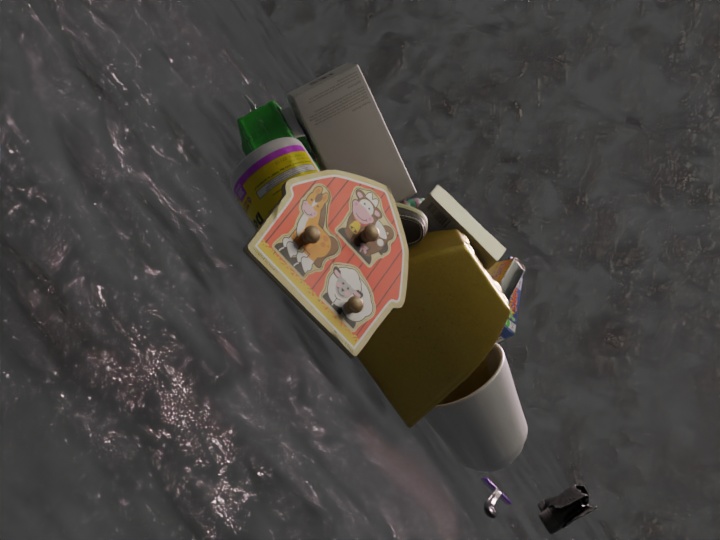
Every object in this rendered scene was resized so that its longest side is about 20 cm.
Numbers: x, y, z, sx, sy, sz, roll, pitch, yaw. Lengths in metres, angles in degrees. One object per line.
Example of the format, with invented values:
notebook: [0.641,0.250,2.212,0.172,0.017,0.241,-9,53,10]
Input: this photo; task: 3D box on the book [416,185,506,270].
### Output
book: [0.102,-0.016,1.694,0.134,0.200,0.048,44,48,0]

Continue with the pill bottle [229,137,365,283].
pill bottle: [-0.067,-0.052,1.404,0.201,0.104,0.104,57,7,16]

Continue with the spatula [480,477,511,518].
spatula: [0.193,0.334,1.707,0.056,0.021,0.200,44,8,6]

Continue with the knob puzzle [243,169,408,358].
knob puzzle: [-0.013,-0.032,1.337,0.221,0.219,0.030,54,-37,-7]

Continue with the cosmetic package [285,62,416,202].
cosmetic package: [-0.014,-0.177,1.654,0.202,0.107,0.085,66,-6,-15]

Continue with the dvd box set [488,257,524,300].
dvd box set: [0.146,0.058,1.780,0.029,0.147,0.199,45,-34,-20]

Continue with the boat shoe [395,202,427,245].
boat shoe: [-0.011,-0.049,1.547,0.066,0.198,0.072,-84,177,-58]

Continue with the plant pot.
plant pot: [0.087,0.052,1.579,0.195,0.199,0.196,54,8,-9]

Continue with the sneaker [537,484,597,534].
sneaker: [0.389,0.444,2.209,0.060,0.104,0.200,55,7,8]

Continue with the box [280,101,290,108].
box: [-0.098,-0.220,1.905,0.098,0.124,0.200,54,7,-12]

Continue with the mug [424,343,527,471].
mug: [0.172,0.197,1.721,0.154,0.148,0.187,60,22,-23]

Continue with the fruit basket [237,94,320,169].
fruit basket: [-0.095,-0.140,1.688,0.200,0.093,0.186,53,6,-46]

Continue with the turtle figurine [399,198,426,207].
turtle figurine: [0.063,-0.068,1.959,0.100,0.151,0.199,39,-24,-27]

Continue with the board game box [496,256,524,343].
board game box: [0.164,0.074,1.830,0.034,0.199,0.136,37,46,-24]
